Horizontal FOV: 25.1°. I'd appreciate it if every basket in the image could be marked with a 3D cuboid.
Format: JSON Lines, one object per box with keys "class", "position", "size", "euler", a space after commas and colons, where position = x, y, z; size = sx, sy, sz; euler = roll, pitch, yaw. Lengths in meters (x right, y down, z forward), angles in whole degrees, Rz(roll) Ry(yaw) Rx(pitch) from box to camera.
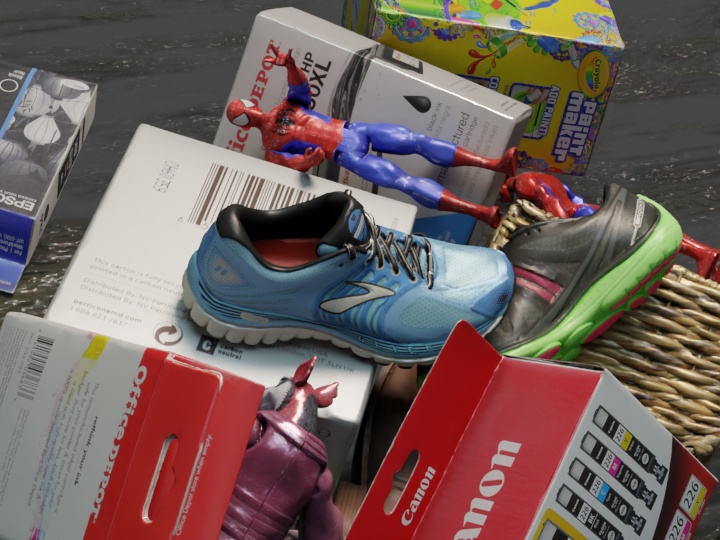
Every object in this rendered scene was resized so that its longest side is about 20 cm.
{"class": "basket", "position": [0.165, 0.064, 1.131], "size": [0.199, 0.149, 0.143], "euler": [23, 78, 8]}

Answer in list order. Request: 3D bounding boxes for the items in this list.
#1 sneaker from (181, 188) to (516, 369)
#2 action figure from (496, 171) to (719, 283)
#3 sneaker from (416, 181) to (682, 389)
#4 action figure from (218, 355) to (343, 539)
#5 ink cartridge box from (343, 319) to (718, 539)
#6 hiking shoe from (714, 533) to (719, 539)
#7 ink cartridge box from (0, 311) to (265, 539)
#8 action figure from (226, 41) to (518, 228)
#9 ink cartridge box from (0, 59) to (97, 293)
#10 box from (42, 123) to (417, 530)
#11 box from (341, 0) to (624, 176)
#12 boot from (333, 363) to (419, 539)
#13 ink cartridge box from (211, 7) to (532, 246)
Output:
{"class": "sneaker", "position": [0.000, 0.000, 0.944], "size": [0.199, 0.090, 0.079], "euler": [2, 47, -16]}
{"class": "action figure", "position": [0.179, -0.033, 1.229], "size": [0.200, 0.052, 0.065], "euler": [28, 19, 26]}
{"class": "sneaker", "position": [0.113, 0.017, 1.039], "size": [0.200, 0.077, 0.084], "euler": [-35, 67, -13]}
{"class": "action figure", "position": [-0.072, 0.132, 0.872], "size": [0.134, 0.149, 0.201], "euler": [32, 81, -12]}
{"class": "ink cartridge box", "position": [0.087, 0.155, 0.889], "size": [0.084, 0.176, 0.201], "euler": [6, 62, 49]}
{"class": "hiking shoe", "position": [0.225, 0.213, 1.002], "size": [0.199, 0.076, 0.101], "euler": [3, 40, -26]}
{"class": "ink cartridge box", "position": [-0.124, 0.096, 0.828], "size": [0.067, 0.117, 0.200], "euler": [22, -8, -41]}
{"class": "action figure", "position": [-0.001, -0.088, 1.065], "size": [0.199, 0.099, 0.066], "euler": [16, 79, 13]}
{"class": "ink cartridge box", "position": [-0.264, -0.075, 1.168], "size": [0.099, 0.039, 0.201], "euler": [14, 45, -2]}
{"class": "box", "position": [-0.086, 0.038, 1.039], "size": [0.198, 0.131, 0.200], "euler": [16, 46, 0]}
{"class": "box", "position": [0.090, -0.190, 1.294], "size": [0.192, 0.122, 0.200], "euler": [7, 36, -7]}
{"class": "boot", "position": [0.090, 0.143, 1.033], "size": [0.199, 0.064, 0.187], "euler": [16, 55, 4]}
{"class": "ink cartridge box", "position": [0.001, -0.085, 1.160], "size": [0.199, 0.145, 0.084], "euler": [24, 15, 9]}
